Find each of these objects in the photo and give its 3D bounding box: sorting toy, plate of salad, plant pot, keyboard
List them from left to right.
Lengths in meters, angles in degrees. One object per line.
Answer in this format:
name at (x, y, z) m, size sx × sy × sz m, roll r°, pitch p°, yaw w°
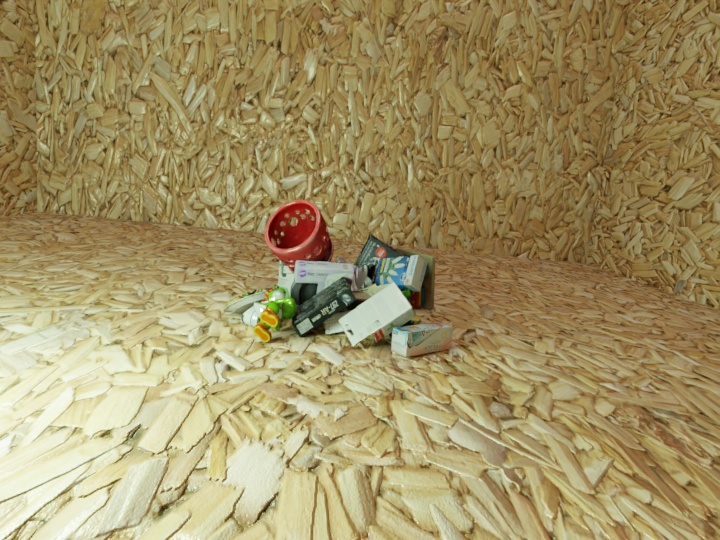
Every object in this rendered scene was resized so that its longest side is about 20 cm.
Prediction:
plate of salad at (-0.331, 0.085, 1.633) m, size 0.194 × 0.049 × 0.200 m, roll -20°, pitch -10°, yaw -4°
plant pot at (-0.189, -0.097, 1.723) m, size 0.195 × 0.205 × 0.184 m, roll 11°, pitch -25°, yaw 26°
keyboard at (-0.012, 0.144, 1.564) m, size 0.193 × 0.058 × 0.011 m, roll -12°, pitch -30°, yaw 3°
sorting toy at (0.189, 0.033, 2.020) m, size 0.068 × 0.206 × 0.197 m, roll -13°, pitch 20°, yaw -39°

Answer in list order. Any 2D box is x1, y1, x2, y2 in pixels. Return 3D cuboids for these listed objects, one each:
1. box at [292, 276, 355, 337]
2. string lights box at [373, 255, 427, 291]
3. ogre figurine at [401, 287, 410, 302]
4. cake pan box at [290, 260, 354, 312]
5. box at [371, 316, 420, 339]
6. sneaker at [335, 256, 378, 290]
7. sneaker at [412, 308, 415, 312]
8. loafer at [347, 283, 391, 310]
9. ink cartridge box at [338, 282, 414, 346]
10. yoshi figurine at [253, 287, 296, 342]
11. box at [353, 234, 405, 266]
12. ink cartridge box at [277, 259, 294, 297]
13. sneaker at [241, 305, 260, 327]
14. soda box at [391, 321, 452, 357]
box at (-0.114, 0.104, 1.574) m, size 0.197 × 0.044 × 0.160 m, roll -34°, pitch 14°, yaw -2°
string lights box at (0.123, 0.012, 1.758) m, size 0.196 × 0.106 × 0.058 m, roll -4°, pitch -27°, yaw 47°
ogre figurine at (0.084, 0.114, 1.745) m, size 0.099 × 0.198 × 0.120 m, roll 57°, pitch 10°, yaw 27°
cake pan box at (-0.128, 0.064, 1.682) m, size 0.193 × 0.190 × 0.053 m, roll 4°, pitch 26°, yaw -17°
box at (0.081, 0.164, 1.591) m, size 0.193 × 0.078 × 0.050 m, roll 8°, pitch 10°, yaw 15°
sneaker at (0.000, 0.000, 1.796) m, size 0.078 × 0.139 × 0.203 m, roll 39°, pitch 18°, yaw -52°
sneaker at (0.075, 0.150, 1.655) m, size 0.193 × 0.078 × 0.078 m, roll -4°, pitch 25°, yaw 11°
loafer at (0.034, 0.082, 1.639) m, size 0.193 × 0.077 × 0.070 m, roll -2°, pitch 49°, yaw 21°
ink cartridge box at (0.046, 0.135, 1.506) m, size 0.197 × 0.051 × 0.110 m, roll -33°, pitch 49°, yaw -4°
yoshi figurine at (-0.229, 0.121, 1.499) m, size 0.108 × 0.115 × 0.201 m, roll -8°, pitch 23°, yaw 10°
box at (0.064, 0.005, 1.917) m, size 0.179 × 0.204 × 0.104 m, roll 29°, pitch 8°, yaw -4°
ink cartridge box at (-0.217, 0.006, 1.895) m, size 0.142 × 0.208 × 0.084 m, roll 10°, pitch 12°, yaw 26°
sneaker at (-0.287, 0.120, 1.609) m, size 0.069 × 0.076 × 0.199 m, roll 13°, pitch 12°, yaw 22°
soda box at (0.177, 0.193, 1.498) m, size 0.196 × 0.071 × 0.063 m, roll -2°, pitch 10°, yaw -42°
